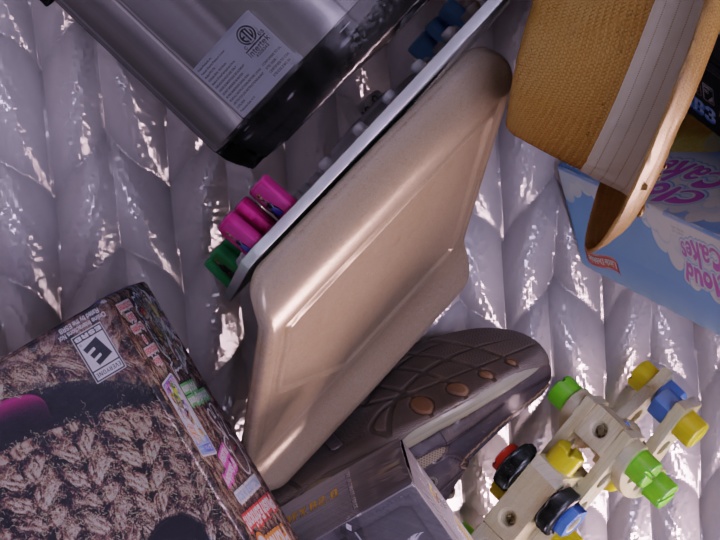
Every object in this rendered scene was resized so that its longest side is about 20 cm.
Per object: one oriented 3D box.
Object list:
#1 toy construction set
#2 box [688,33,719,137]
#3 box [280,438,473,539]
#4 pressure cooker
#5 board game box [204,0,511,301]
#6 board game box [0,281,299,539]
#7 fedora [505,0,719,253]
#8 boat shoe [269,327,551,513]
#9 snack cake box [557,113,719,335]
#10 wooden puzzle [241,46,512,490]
[{"bbox_3d":[0.108,0.141,1.251,0.131,0.092,0.200,4,112,-63],"label":"toy construction set"},{"bbox_3d":[0.261,-0.124,1.159,0.200,0.199,0.050,-26,133,-16],"label":"box"},{"bbox_3d":[0.008,0.207,1.177,0.158,0.048,0.200,-32,114,7],"label":"box"},{"bbox_3d":[-0.064,-0.170,1.037,0.200,0.179,0.176,42,86,-5],"label":"pressure cooker"},{"bbox_3d":[0.001,-0.072,1.097,0.026,0.200,0.200,43,82,-1],"label":"board game box"},{"bbox_3d":[-0.127,0.132,1.075,0.159,0.097,0.200,-31,91,7],"label":"board game box"},{"bbox_3d":[0.117,-0.111,1.055,0.082,0.201,0.201,20,94,0],"label":"fedora"},{"bbox_3d":[0.015,0.101,1.215,0.200,0.075,0.073,-29,123,-6],"label":"boat shoe"},{"bbox_3d":[0.205,-0.028,1.189,0.115,0.200,0.067,-25,114,-18],"label":"snack cake box"},{"bbox_3d":[0.000,0.000,1.120,0.185,0.037,0.200,-47,161,-26],"label":"wooden puzzle"}]
